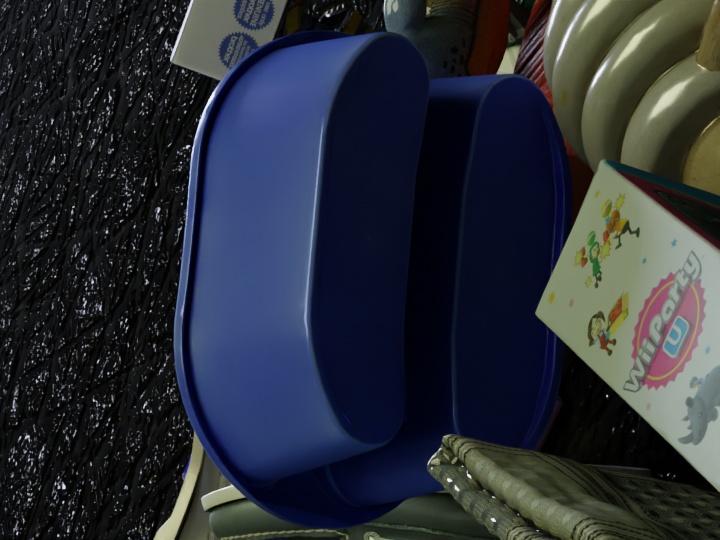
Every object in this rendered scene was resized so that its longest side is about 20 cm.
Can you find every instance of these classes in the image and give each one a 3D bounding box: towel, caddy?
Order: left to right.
[{"bbox_3d":[0.000,0.000,1.042,0.105,0.141,0.200,-12,69,51],"label":"caddy"},{"bbox_3d":[0.139,0.097,0.821,0.200,0.192,0.035,32,104,66],"label":"towel"}]

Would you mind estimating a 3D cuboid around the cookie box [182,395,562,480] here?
[{"bbox_3d":[0.000,0.082,1.265,0.171,0.075,0.200,-66,25,16],"label":"cookie box"}]

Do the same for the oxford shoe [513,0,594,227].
[{"bbox_3d":[0.108,-0.061,1.140,0.071,0.072,0.200,133,146,-58],"label":"oxford shoe"}]

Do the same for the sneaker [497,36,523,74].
[{"bbox_3d":[0.062,-0.075,1.257,0.200,0.075,0.081,26,90,57],"label":"sneaker"}]

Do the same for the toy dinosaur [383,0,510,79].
[{"bbox_3d":[0.034,-0.069,1.137,0.200,0.182,0.105,-20,20,12],"label":"toy dinosaur"}]

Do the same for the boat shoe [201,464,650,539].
[{"bbox_3d":[0.025,0.113,1.113,0.200,0.073,0.062,-3,87,22],"label":"boat shoe"}]

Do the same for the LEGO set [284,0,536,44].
[{"bbox_3d":[0.025,-0.183,1.259,0.154,0.116,0.200,-9,42,50],"label":"LEGO set"}]

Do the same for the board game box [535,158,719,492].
[{"bbox_3d":[0.165,0.040,0.859,0.064,0.147,0.200,-68,25,11],"label":"board game box"}]

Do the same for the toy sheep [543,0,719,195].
[{"bbox_3d":[0.133,-0.087,1.032,0.138,0.138,0.200,-57,31,31],"label":"toy sheep"}]

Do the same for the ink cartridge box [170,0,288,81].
[{"bbox_3d":[-0.032,-0.190,1.225,0.094,0.044,0.200,-86,16,-71],"label":"ink cartridge box"}]

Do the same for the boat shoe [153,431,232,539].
[{"bbox_3d":[-0.042,0.097,1.206,0.063,0.073,0.200,26,98,28],"label":"boat shoe"}]
